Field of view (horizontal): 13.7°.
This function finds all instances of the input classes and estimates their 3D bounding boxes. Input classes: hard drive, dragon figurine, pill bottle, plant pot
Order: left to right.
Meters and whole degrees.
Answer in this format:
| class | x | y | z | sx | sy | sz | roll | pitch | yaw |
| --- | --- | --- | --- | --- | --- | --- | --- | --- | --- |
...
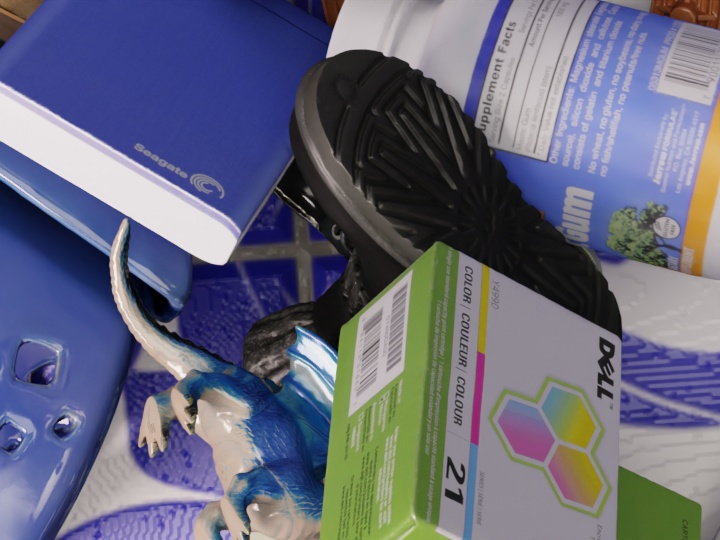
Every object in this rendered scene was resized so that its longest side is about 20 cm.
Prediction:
| class | x | y | z | sx | sy | sz | roll | pitch | yaw |
| --- | --- | --- | --- | --- | --- | --- | --- | --- | --- |
| plant pot | -0.188 | 0.017 | 1.380 | 0.200 | 0.200 | 0.180 | 35 | 84 | -2 |
| hard drive | -0.085 | -0.087 | 1.356 | 0.132 | 0.200 | 0.025 | 30 | 121 | -1 |
| dragon figurine | -0.037 | 0.065 | 1.293 | 0.099 | 0.059 | 0.201 | -21 | 74 | -32 |
| pill bottle | 0.086 | -0.072 | 1.369 | 0.199 | 0.112 | 0.113 | 14 | 91 | 11 |

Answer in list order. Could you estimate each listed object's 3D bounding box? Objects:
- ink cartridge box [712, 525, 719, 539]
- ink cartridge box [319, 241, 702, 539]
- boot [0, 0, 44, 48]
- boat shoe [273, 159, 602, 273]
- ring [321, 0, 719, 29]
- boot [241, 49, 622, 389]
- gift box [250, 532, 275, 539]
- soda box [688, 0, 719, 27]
| class | x | y | z | sx | sy | sz | roll | pitch | yaw |
| --- | --- | --- | --- | --- | --- | --- | --- | --- | --- |
| ink cartridge box | 0.238 | 0.166 | 1.390 | 0.173 | 0.044 | 0.201 | 20 | 73 | 32 |
| ink cartridge box | 0.086 | 0.100 | 1.261 | 0.199 | 0.148 | 0.076 | 27 | 135 | -23 |
| boot | -0.193 | -0.151 | 1.447 | 0.199 | 0.074 | 0.076 | 34 | 66 | 0 |
| boat shoe | 0.023 | -0.024 | 1.434 | 0.199 | 0.066 | 0.075 | 35 | 111 | -3 |
| ring | 0.073 | -0.137 | 1.418 | 0.199 | 0.019 | 0.202 | 6 | 114 | 14 |
| boot | 0.000 | 0.002 | 1.343 | 0.157 | 0.080 | 0.211 | -18 | 126 | 39 |
| gift box | 0.031 | 0.206 | 1.376 | 0.199 | 0.185 | 0.188 | 5 | 80 | 6 |
| soda box | 0.151 | -0.171 | 1.438 | 0.200 | 0.064 | 0.068 | 37 | 90 | -1 |
